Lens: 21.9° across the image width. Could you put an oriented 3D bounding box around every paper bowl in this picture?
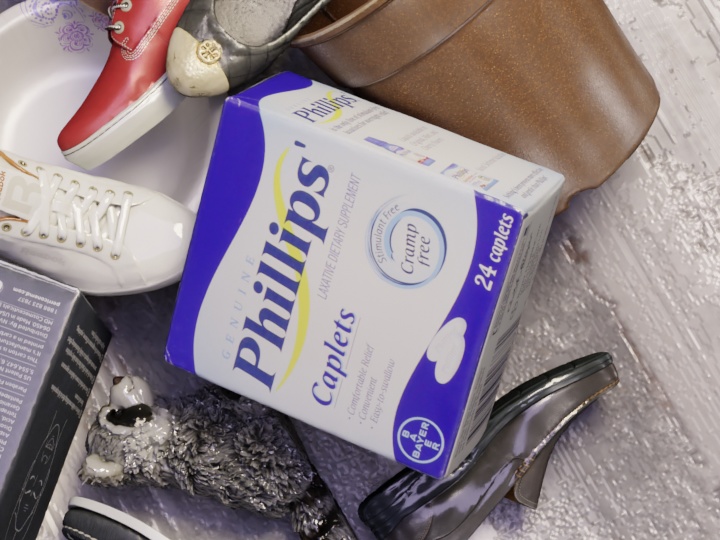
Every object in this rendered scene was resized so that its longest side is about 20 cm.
[{"bbox_3d":[-0.184,-0.081,1.267,0.199,0.104,0.202,0,76,0],"label":"paper bowl"}]

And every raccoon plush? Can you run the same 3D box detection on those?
[{"bbox_3d":[-0.096,0.149,1.223,0.133,0.097,0.201,-31,79,0],"label":"raccoon plush"}]

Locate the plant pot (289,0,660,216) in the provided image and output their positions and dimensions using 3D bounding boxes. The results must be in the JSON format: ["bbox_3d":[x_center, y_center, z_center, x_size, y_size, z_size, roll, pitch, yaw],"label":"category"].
[{"bbox_3d":[0.083,-0.147,1.228,0.200,0.200,0.198,-46,111,-11],"label":"plant pot"}]

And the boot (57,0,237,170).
[{"bbox_3d":[-0.152,-0.175,1.169,0.144,0.072,0.200,44,80,-22],"label":"boot"}]

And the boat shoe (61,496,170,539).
[{"bbox_3d":[-0.116,0.218,1.209,0.199,0.076,0.061,30,72,7],"label":"boat shoe"}]

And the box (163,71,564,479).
[{"bbox_3d":[0.000,0.000,1.153,0.199,0.105,0.185,21,112,14],"label":"box"}]

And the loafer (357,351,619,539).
[{"bbox_3d":[0.096,0.129,1.243,0.199,0.073,0.073,-36,88,1],"label":"loafer"}]

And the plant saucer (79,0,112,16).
[{"bbox_3d":[-0.135,-0.232,1.283,0.199,0.032,0.201,15,41,-13],"label":"plant saucer"}]

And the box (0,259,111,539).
[{"bbox_3d":[-0.250,0.102,1.196,0.106,0.149,0.201,18,78,4],"label":"box"}]

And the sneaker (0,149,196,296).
[{"bbox_3d":[-0.196,-0.031,1.157,0.198,0.085,0.073,8,78,0],"label":"sneaker"}]

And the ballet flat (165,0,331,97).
[{"bbox_3d":[-0.044,-0.182,1.143,0.200,0.057,0.067,-44,96,-9],"label":"ballet flat"}]
